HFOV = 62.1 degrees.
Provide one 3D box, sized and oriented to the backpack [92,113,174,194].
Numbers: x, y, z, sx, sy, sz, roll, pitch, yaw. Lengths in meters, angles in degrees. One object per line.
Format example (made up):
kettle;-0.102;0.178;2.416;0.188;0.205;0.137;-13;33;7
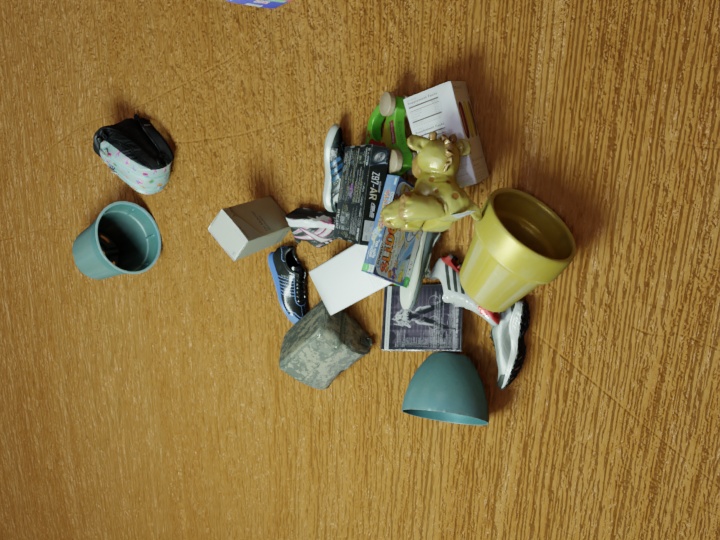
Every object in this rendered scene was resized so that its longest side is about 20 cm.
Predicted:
backpack;-0.593;-0.305;1.603;0.198;0.167;0.128;37;137;9

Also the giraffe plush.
giraffe plush;0.138;-0.173;1.143;0.197;0.170;0.168;-10;79;45

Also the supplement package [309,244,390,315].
supplement package;0.000;0.000;1.398;0.197;0.116;0.119;-29;91;29

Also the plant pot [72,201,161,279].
plant pot;-0.706;-0.069;1.700;0.192;0.199;0.205;-16;97;36

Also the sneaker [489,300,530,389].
sneaker;0.320;0.160;1.315;0.078;0.073;0.207;11;103;33

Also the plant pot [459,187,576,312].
plant pot;0.298;-0.028;1.207;0.200;0.200;0.191;40;131;11

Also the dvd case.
dvd case;0.141;0.109;1.378;0.195;0.016;0.154;-3;75;27

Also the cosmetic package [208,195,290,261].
cosmetic package;-0.261;-0.106;1.452;0.104;0.199;0.073;48;119;6

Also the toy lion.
toy lion;0.049;-0.256;1.307;0.190;0.067;0.207;-23;70;58

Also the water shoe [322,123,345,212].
water shoe;-0.041;-0.235;1.387;0.077;0.072;0.206;10;114;14

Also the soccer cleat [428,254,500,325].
soccer cleat;0.226;0.054;1.307;0.085;0.068;0.201;-47;64;18

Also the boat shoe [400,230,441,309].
boat shoe;0.136;-0.010;1.318;0.072;0.060;0.206;-10;66;66

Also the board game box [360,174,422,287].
board game box;0.077;-0.079;1.250;0.034;0.134;0.206;13;86;39

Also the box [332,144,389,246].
box;-0.002;-0.162;1.285;0.160;0.042;0.207;-160;77;-66

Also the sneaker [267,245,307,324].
sneaker;-0.170;0.037;1.521;0.076;0.070;0.205;-18;95;34

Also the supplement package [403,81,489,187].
supplement package;0.179;-0.272;1.234;0.107;0.113;0.206;-12;100;29

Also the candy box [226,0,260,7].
candy box;-0.236;-0.690;1.295;0.075;0.168;0.206;-4;103;30

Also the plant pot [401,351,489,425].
plant pot;0.196;0.262;1.349;0.195;0.200;0.139;0;70;26

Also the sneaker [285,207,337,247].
sneaker;-0.083;-0.098;1.449;0.195;0.081;0.088;10;127;26

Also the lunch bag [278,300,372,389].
lunch bag;-0.087;0.196;1.484;0.166;0.141;0.199;36;121;-22
